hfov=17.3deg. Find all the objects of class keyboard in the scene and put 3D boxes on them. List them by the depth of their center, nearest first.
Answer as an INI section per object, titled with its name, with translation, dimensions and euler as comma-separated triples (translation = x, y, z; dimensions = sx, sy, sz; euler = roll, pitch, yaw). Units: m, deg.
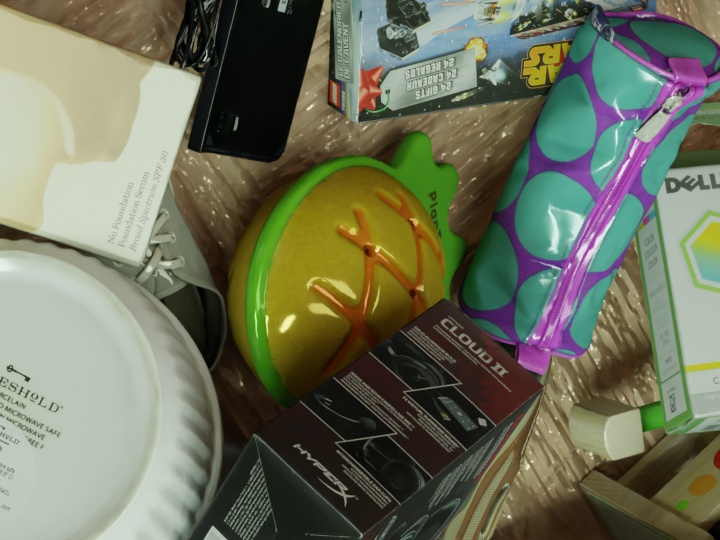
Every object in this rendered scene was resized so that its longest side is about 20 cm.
[keyboard]
translation = -0.059, -0.162, 1.266
dimensions = 0.104, 0.039, 0.202
euler = 7, 99, -55

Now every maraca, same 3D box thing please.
[maraca]
translation = 0.000, 0.000, 1.299
dimensions = 0.200, 0.106, 0.138
euler = -32, 124, -48

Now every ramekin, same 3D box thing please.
[ramekin]
translation = -0.168, 0.079, 1.159
dimensions = 0.198, 0.105, 0.202
euler = 0, 76, 1

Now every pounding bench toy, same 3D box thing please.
[pounding bench toy]
translation = 0.232, 0.116, 1.446
dimensions = 0.156, 0.124, 0.201
euler = -41, 119, -14

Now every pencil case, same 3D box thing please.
[pencil case]
translation = 0.128, -0.048, 1.331
dimensions = 0.085, 0.093, 0.201
euler = 15, 115, -20

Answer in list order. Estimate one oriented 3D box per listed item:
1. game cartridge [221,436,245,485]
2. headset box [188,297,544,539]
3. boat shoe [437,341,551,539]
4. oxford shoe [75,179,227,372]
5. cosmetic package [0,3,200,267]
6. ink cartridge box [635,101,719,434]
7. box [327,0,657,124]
[game cartridge]
translation = -0.080, 0.167, 1.336
dimensions = 0.200, 0.040, 0.134
euler = 36, 88, -32
[headset box]
translation = -0.002, 0.113, 1.201
dimensions = 0.200, 0.077, 0.149
euler = -31, 159, -51
[boat shoe]
translation = 0.050, 0.125, 1.368
dimensions = 0.201, 0.075, 0.074
euler = -56, 147, -26
[oxford shoe]
translation = -0.121, -0.021, 1.248
dimensions = 0.075, 0.058, 0.201
euler = -29, 114, -17
[cosmetic package]
translation = -0.190, -0.081, 1.155
dimensions = 0.199, 0.071, 0.106
euler = 17, 89, -20
[ink cartridge box]
translation = 0.218, -0.011, 1.377
dimensions = 0.103, 0.059, 0.202
euler = -5, 77, -11
[box]
translation = 0.078, -0.164, 1.323
dimensions = 0.199, 0.040, 0.138
euler = -10, 115, -27
